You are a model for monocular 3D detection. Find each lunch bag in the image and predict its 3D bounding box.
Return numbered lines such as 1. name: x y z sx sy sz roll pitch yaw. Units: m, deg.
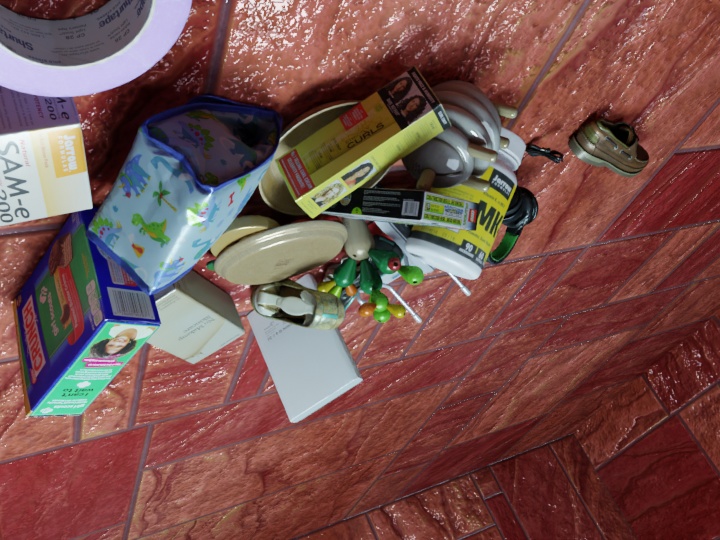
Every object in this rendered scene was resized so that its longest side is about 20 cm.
1. lunch bag: -0.180 -0.096 0.805 0.170 0.127 0.200 -48 175 34

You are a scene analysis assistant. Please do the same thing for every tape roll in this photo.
1. tape roll: -0.239 -0.236 0.576 0.199 0.066 0.200 -21 152 -12

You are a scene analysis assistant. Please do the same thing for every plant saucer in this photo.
1. plant saucer: -0.042 -0.149 0.926 0.199 0.036 0.200 -22 152 -12

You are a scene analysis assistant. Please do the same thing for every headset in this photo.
1. headset: 0.251 -0.102 1.154 0.123 0.094 0.201 7 103 -58

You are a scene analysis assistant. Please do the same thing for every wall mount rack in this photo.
1. wall mount rack: 0.088 0.024 1.256 0.200 0.075 0.173 -32 151 33

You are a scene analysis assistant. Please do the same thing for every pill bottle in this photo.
1. pill bottle: 0.150 -0.099 1.013 0.114 0.114 0.201 31 81 -58

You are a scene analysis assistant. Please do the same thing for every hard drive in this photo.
1. hard drive: -0.093 0.122 1.159 0.132 0.201 0.026 -34 153 12

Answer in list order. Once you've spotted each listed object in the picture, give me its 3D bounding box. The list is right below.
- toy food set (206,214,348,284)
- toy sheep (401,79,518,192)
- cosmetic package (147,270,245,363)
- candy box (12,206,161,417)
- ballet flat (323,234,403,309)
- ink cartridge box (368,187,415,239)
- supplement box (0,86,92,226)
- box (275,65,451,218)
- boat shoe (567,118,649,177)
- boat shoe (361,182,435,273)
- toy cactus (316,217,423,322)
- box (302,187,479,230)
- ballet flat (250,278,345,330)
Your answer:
1. toy food set: -0.115 -0.031 1.008 0.199 0.049 0.198 -13 165 -17
2. toy sheep: 0.115 -0.166 0.910 0.200 0.137 0.138 -59 176 -40
3. cosmetic package: -0.262 0.058 1.041 0.103 0.073 0.200 -31 151 7
4. candy box: -0.333 0.051 0.861 0.077 0.170 0.200 11 134 -45
5. ballet flat: -0.015 0.008 1.181 0.068 0.068 0.200 38 120 -16
6. ink cartridge box: 0.103 -0.071 1.176 0.200 0.050 0.161 -39 150 16
7. supplement box: -0.365 -0.102 0.678 0.199 0.074 0.126 -15 150 -23
8. box: 0.002 -0.150 0.850 0.200 0.075 0.050 -32 150 9
9. boat shoe: 0.436 -0.208 1.214 0.199 0.072 0.068 -1 143 -41
10. boat shoe: 0.073 -0.072 1.068 0.066 0.070 0.200 -30 125 17
11. toy cactus: 0.000 0.000 1.067 0.102 0.166 0.200 -14 176 -36
12. box: 0.034 -0.079 0.897 0.199 0.035 0.110 9 -177 43
13. ballet flat: -0.112 0.047 1.069 0.071 0.199 0.071 -13 108 -47
